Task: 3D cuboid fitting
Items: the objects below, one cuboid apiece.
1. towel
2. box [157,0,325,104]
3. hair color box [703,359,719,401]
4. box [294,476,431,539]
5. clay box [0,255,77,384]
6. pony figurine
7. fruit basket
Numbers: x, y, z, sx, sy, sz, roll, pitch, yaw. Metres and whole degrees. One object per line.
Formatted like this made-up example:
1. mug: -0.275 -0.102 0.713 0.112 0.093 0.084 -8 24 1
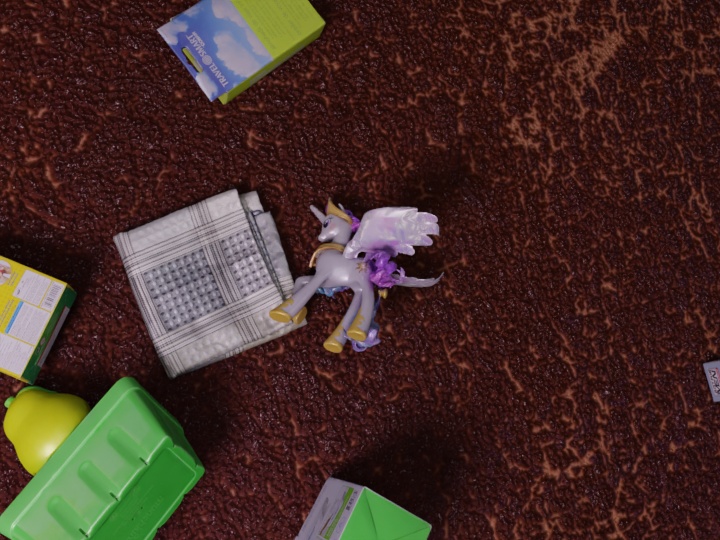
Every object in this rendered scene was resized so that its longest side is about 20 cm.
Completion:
1. towel: -0.182 0.011 0.981 0.196 0.035 0.196 -21 85 -19
2. box: -0.157 -0.317 1.046 0.199 0.048 0.123 -40 91 -19
3. hair color box: 0.587 0.136 1.090 0.097 0.200 0.062 -11 81 -17
4. box: -0.027 0.349 0.883 0.095 0.176 0.203 30 72 -7
5. clay box: -0.437 0.035 0.882 0.196 0.048 0.117 22 73 3
6. pony figurine: 0.000 0.000 0.978 0.189 0.168 0.203 12 57 13
7. fruit basket: -0.305 0.214 0.871 0.211 0.157 0.219 -12 50 15
